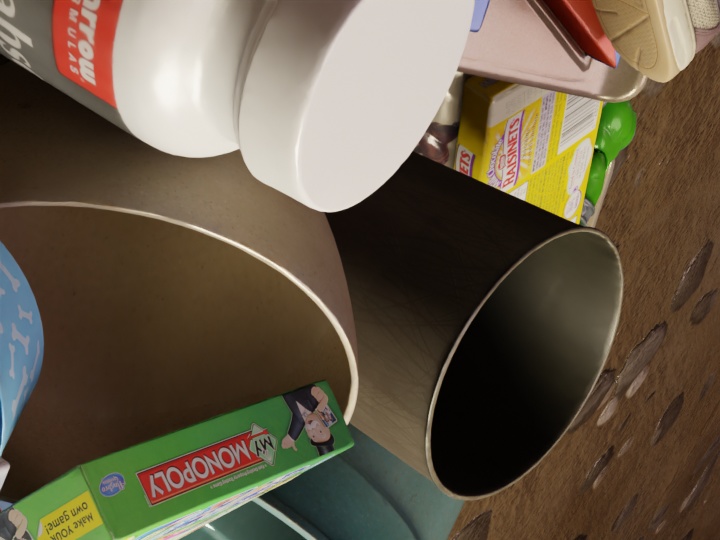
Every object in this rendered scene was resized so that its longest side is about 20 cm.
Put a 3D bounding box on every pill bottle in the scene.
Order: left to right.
[{"bbox_3d":[-0.069,-0.108,0.616,0.116,0.199,0.116,-45,154,-29],"label":"pill bottle"}]

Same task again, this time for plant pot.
[{"bbox_3d":[-0.099,-0.013,0.736,0.201,0.199,0.135,91,0,-52],"label":"plant pot"},{"bbox_3d":[-0.017,0.091,1.018,0.196,0.199,0.201,-54,159,-32],"label":"plant pot"}]

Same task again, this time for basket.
[{"bbox_3d":[0.000,0.000,0.891,0.137,0.199,0.180,-63,154,5],"label":"basket"}]

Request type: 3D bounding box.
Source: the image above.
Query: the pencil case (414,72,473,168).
[{"bbox_3d":[0.053,-0.094,1.052,0.089,0.078,0.201,-14,137,-23],"label":"pencil case"}]

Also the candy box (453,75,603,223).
[{"bbox_3d":[0.089,-0.044,1.053,0.102,0.026,0.201,-31,145,-31],"label":"candy box"}]

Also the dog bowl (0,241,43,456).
[{"bbox_3d":[-0.184,0.045,0.644,0.200,0.112,0.050,-38,-172,34],"label":"dog bowl"}]

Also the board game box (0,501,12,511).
[{"bbox_3d":[-0.163,0.180,0.816,0.057,0.201,0.165,-19,-165,48],"label":"board game box"}]

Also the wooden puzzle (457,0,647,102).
[{"bbox_3d":[0.083,-0.175,0.869,0.199,0.046,0.186,8,109,-31],"label":"wooden puzzle"}]

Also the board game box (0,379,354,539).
[{"bbox_3d":[-0.114,0.104,0.691,0.200,0.029,0.134,-32,172,35],"label":"board game box"}]

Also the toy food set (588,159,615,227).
[{"bbox_3d":[0.103,0.009,1.319,0.200,0.060,0.144,-36,149,-45],"label":"toy food set"}]

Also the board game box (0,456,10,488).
[{"bbox_3d":[-0.220,0.091,0.554,0.041,0.199,0.201,-4,122,-63],"label":"board game box"}]

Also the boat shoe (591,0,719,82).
[{"bbox_3d":[0.130,-0.177,0.831,0.065,0.072,0.201,-36,132,-19],"label":"boat shoe"}]

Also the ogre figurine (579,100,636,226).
[{"bbox_3d":[0.122,-0.111,1.143,0.120,0.098,0.201,-46,111,-40],"label":"ogre figurine"}]
